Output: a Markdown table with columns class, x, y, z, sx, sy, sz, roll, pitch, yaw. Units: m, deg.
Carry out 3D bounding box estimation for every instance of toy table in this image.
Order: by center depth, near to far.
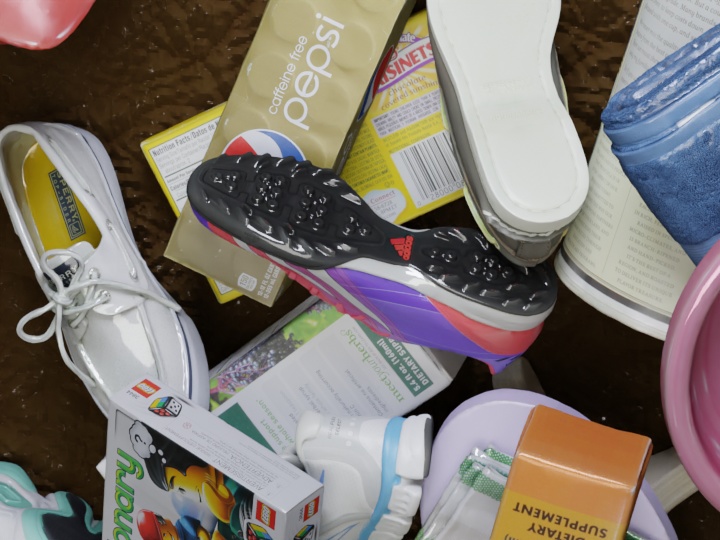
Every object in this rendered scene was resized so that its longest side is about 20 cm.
| class | x | y | z | sx | sy | sz | roll | pitch | yaw |
| --- | --- | --- | --- | --- | --- | --- | --- | --- | --- |
| toy table | 0.115 | 0.143 | 1.515 | 0.183 | 0.117 | 0.200 | -13 | 103 | 14 |

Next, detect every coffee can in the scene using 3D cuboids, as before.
| class | x | y | z | sx | sy | sz | roll | pitch | yaw |
| --- | --- | --- | --- | --- | --- | --- | --- | --- | --- |
| coffee can | 0.197 | -0.073 | 1.421 | 0.146 | 0.146 | 0.200 | 19 | 108 | 5 |

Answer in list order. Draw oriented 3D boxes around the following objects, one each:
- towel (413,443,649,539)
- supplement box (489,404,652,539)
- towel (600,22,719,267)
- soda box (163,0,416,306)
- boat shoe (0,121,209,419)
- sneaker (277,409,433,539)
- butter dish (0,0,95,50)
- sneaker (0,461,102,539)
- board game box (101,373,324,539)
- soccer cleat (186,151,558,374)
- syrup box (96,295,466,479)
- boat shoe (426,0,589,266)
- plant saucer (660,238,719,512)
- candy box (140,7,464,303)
| class | x | y | z | sx | sy | sz | roll | pitch | yaw |
| --- | --- | --- | --- | --- | --- | --- | --- | --- | --- |
| towel | 0.074 | 0.207 | 1.466 | 0.149 | 0.031 | 0.200 | 31 | 110 | 0 |
| supplement box | 0.089 | 0.174 | 1.405 | 0.066 | 0.069 | 0.200 | 16 | 115 | 7 |
| towel | 0.208 | -0.029 | 1.335 | 0.112 | 0.049 | 0.200 | -37 | 116 | 5 |
| soda box | -0.033 | -0.088 | 1.480 | 0.068 | 0.064 | 0.200 | 25 | 107 | 4 |
| boat shoe | -0.150 | 0.005 | 1.505 | 0.075 | 0.086 | 0.202 | -28 | 73 | 22 |
| sneaker | -0.023 | 0.134 | 1.498 | 0.086 | 0.075 | 0.200 | 14 | 137 | -4 |
| butter dish | -0.209 | -0.202 | 1.476 | 0.200 | 0.148 | 0.200 | 24 | 65 | 3 |
| sneaker | -0.226 | 0.182 | 1.621 | 0.200 | 0.078 | 0.140 | 36 | 111 | 10 |
| board game box | -0.083 | 0.166 | 1.484 | 0.126 | 0.035 | 0.200 | 30 | 132 | 29 |
| soccer cleat | 0.000 | 0.000 | 1.443 | 0.200 | 0.068 | 0.073 | 18 | 135 | -5 |
| syrup box | -0.043 | 0.076 | 1.546 | 0.200 | 0.081 | 0.079 | -36 | 95 | 17 |
| boat shoe | 0.072 | -0.098 | 1.445 | 0.072 | 0.060 | 0.202 | -5 | 61 | -9 |
| plant saucer | 0.236 | 0.037 | 1.315 | 0.200 | 0.051 | 0.201 | -4 | 114 | -8 |
| candy box | -0.012 | -0.066 | 1.528 | 0.200 | 0.026 | 0.102 | -23 | 97 | 16 |
